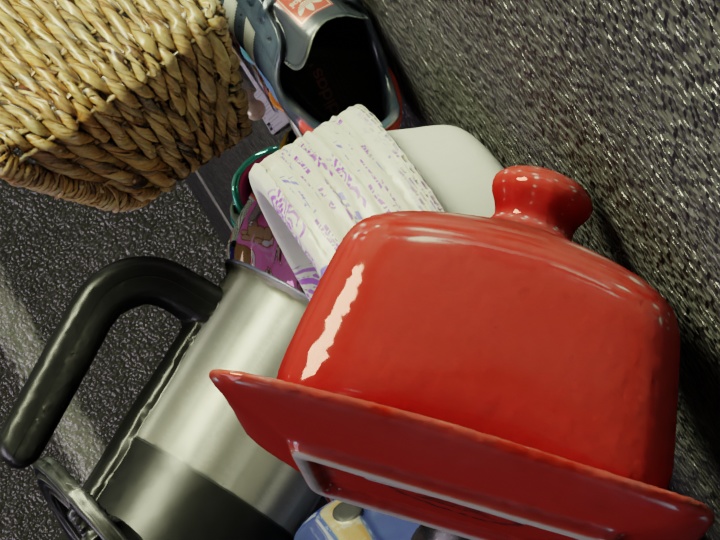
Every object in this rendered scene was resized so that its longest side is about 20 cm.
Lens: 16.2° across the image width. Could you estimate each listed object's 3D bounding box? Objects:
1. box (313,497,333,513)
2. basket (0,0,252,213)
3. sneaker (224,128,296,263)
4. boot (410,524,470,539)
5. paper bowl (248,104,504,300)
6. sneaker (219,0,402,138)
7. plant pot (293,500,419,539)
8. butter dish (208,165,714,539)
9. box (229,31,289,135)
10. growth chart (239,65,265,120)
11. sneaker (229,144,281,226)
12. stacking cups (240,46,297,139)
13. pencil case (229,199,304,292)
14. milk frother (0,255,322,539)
[{"bbox_3d":[0.032,0.139,1.469,0.199,0.199,0.050,63,-159,-21],"label":"box"},{"bbox_3d":[-0.172,-0.115,1.336,0.200,0.149,0.143,46,163,26],"label":"basket"},{"bbox_3d":[-0.045,-0.004,1.584,0.078,0.082,0.200,31,-145,-11],"label":"sneaker"},{"bbox_3d":[0.092,0.185,1.150,0.199,0.131,0.068,24,-160,-5],"label":"boot"},{"bbox_3d":[0.038,0.013,1.211,0.201,0.104,0.201,58,174,10],"label":"paper bowl"},{"bbox_3d":[-0.040,-0.143,1.290,0.200,0.075,0.084,53,172,-9],"label":"sneaker"},{"bbox_3d":[0.087,0.193,1.308,0.200,0.199,0.180,51,163,52],"label":"plant pot"},{"bbox_3d":[0.056,0.030,1.021,0.199,0.149,0.199,16,170,6],"label":"butter dish"},{"bbox_3d":[-0.062,-0.146,1.613,0.110,0.035,0.200,60,174,-4],"label":"box"},{"bbox_3d":[-0.149,-0.160,1.578,0.199,0.018,0.145,15,-142,-46],"label":"growth chart"},{"bbox_3d":[-0.054,-0.039,1.836,0.121,0.084,0.200,57,168,-27],"label":"sneaker"},{"bbox_3d":[-0.040,-0.119,1.427,0.061,0.060,0.200,53,171,47],"label":"stacking cups"},{"bbox_3d":[0.000,0.000,1.418,0.086,0.083,0.200,18,180,-29],"label":"pencil case"},{"bbox_3d":[-0.078,0.091,1.304,0.180,0.189,0.200,35,170,-23],"label":"milk frother"}]
